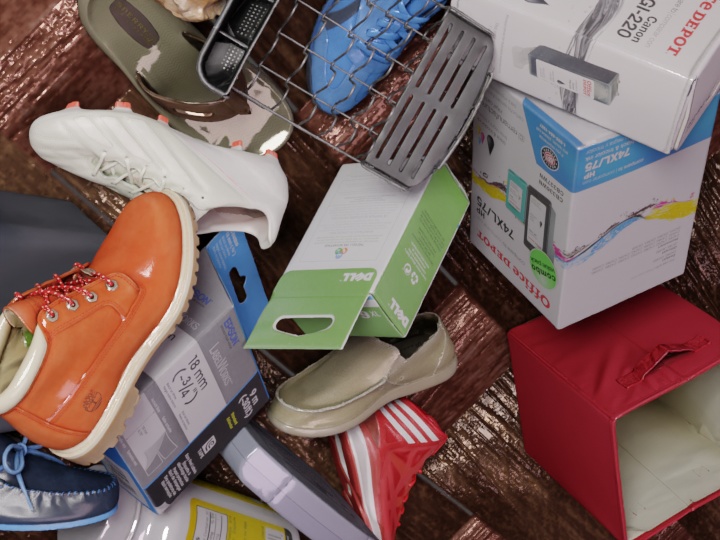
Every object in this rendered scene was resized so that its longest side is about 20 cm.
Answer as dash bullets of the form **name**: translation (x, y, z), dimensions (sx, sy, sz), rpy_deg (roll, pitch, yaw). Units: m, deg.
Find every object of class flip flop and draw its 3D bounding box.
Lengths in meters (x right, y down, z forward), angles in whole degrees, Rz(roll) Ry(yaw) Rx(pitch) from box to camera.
- **flip flop**: translation (-0.126, -0.147, 0.847), dimensions (0.081, 0.058, 0.200), rpy_deg (-47, 128, -1)

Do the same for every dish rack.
- **dish rack**: translation (-0.002, -0.156, 0.824), dimensions (0.200, 0.055, 0.153), rpy_deg (29, 92, -12)

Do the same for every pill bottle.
- **pill bottle**: translation (-0.159, 0.237, 0.999), dimensions (0.200, 0.111, 0.111), rpy_deg (30, 98, -37)

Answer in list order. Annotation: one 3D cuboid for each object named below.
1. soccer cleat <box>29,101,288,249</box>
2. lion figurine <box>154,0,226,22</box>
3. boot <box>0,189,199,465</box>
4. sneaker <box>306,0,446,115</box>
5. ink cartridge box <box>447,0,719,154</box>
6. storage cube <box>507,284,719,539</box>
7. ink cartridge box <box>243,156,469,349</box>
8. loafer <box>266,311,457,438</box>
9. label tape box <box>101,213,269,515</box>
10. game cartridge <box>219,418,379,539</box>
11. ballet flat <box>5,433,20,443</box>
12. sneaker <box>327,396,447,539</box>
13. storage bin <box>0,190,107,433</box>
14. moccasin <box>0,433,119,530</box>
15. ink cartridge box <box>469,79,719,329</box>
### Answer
- **soccer cleat**: translation (-0.146, -0.069, 0.845), dimensions (0.200, 0.078, 0.069), rpy_deg (12, 152, -24)
- **lion figurine**: translation (-0.173, -0.242, 0.756), dimensions (0.200, 0.072, 0.123), rpy_deg (7, 100, -26)
- **boot**: translation (-0.181, 0.022, 0.763), dimensions (0.107, 0.075, 0.200), rpy_deg (39, 67, -47)
- **sneaker**: translation (0.024, -0.208, 0.891), dimensions (0.066, 0.078, 0.200), rpy_deg (22, 104, -38)
- **ink cartridge box**: translation (0.188, -0.196, 0.880), dimensions (0.146, 0.200, 0.085), rpy_deg (-51, 159, -30)
- **storage cube**: translation (0.275, 0.132, 1.150), dimensions (0.171, 0.180, 0.200), rpy_deg (-25, 124, -17)
- **ink cartridge box**: translation (0.000, 0.000, 0.913), dimensions (0.059, 0.104, 0.200), rpy_deg (54, 50, -37)
- **loafer**: translation (0.001, 0.089, 1.040), dimensions (0.200, 0.076, 0.068), rpy_deg (-22, 123, -30)
- **label tape box**: translation (-0.129, 0.075, 0.900), dimensions (0.200, 0.063, 0.144), rpy_deg (-46, 150, -23)
- **game cartridge**: translation (-0.063, 0.192, 1.016), dimensions (0.040, 0.133, 0.200), rpy_deg (-49, 128, -6)
- **ballet flat**: translation (-0.340, 0.215, 0.918), dimensions (0.069, 0.069, 0.200), rpy_deg (24, 95, -37)
- **sneaker**: translation (0.042, 0.213, 1.124), dimensions (0.115, 0.078, 0.200), rpy_deg (-21, 125, -18)
- **storage bin**: translation (-0.264, 0.034, 0.823), dimensions (0.134, 0.146, 0.200), rpy_deg (0, 115, -41)
- **moccasin**: translation (-0.282, 0.152, 0.852), dimensions (0.200, 0.080, 0.068), rpy_deg (5, 97, -11)
- **ink cartridge box**: translation (0.194, -0.085, 0.986), dimensions (0.146, 0.147, 0.200), rpy_deg (-23, 136, -20)
